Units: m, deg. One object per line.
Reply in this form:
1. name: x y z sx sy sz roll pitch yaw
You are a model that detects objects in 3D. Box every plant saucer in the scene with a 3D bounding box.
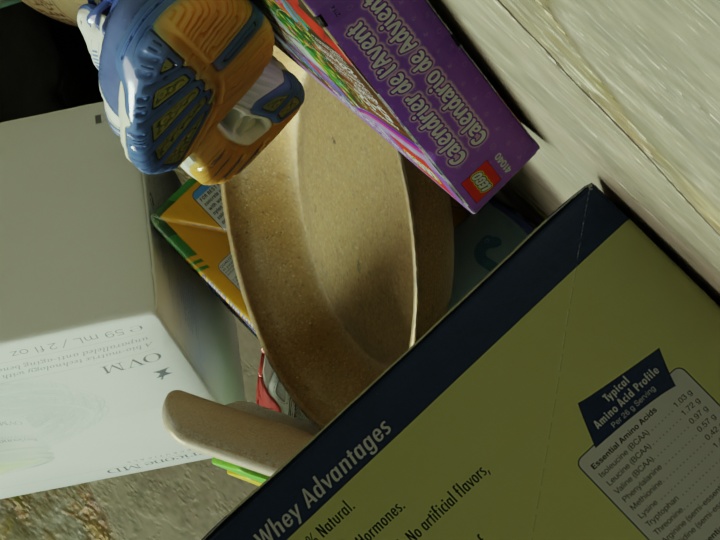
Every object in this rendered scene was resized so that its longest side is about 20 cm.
1. plant saucer: -0.007 -0.028 1.185 0.200 0.035 0.201 37 132 56

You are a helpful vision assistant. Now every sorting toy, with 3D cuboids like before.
1. sorting toy: 0.005 0.100 1.248 0.184 0.037 0.200 19 178 5

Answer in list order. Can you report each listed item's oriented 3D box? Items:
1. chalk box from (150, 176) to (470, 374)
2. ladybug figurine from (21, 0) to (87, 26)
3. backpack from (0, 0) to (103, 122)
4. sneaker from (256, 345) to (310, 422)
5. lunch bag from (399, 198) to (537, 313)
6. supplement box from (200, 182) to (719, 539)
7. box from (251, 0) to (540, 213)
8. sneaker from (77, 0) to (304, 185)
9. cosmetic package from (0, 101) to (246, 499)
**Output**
1. chalk box: 0.000 0.000 1.364 0.124 0.125 0.200 45 175 18
2. ladybug figurine: -0.164 -0.200 1.308 0.135 0.072 0.200 16 148 43
3. backpack: -0.233 -0.093 1.462 0.176 0.199 0.154 -6 -103 -74
4. sneaker: 0.010 0.045 1.599 0.082 0.200 0.078 20 124 31
5. lunch bag: 0.109 0.070 1.225 0.200 0.082 0.161 46 180 23
6. supplement box: 0.087 0.118 1.000 0.200 0.200 0.134 46 176 19
7. box: -0.027 -0.115 1.037 0.200 0.039 0.137 43 176 47
8. sneaker: -0.082 -0.088 1.070 0.088 0.075 0.200 46 177 8
9. cosmetic package: -0.178 0.026 1.393 0.200 0.198 0.123 62 -162 -66
